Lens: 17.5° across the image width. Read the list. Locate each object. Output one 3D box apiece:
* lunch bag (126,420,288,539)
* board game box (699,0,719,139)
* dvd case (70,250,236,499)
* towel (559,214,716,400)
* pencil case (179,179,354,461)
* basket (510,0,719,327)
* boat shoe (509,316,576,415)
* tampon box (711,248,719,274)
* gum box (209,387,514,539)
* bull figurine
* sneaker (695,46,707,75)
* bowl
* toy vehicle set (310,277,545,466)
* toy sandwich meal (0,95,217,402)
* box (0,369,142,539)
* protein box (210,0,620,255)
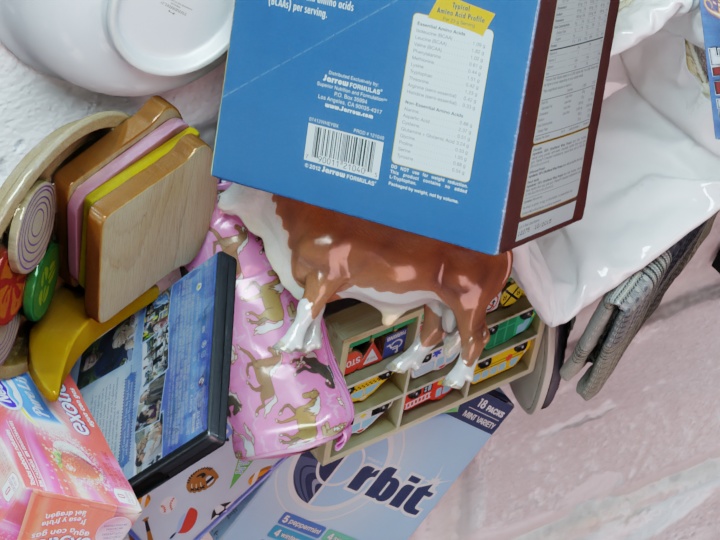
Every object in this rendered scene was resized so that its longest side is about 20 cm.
[{"bbox_3d":[-0.117,0.109,1.662,0.200,0.076,0.160,-41,138,-1],"label":"lunch bag"},{"bbox_3d":[0.276,-0.182,1.554,0.200,0.034,0.136,-38,123,-56],"label":"board game box"},{"bbox_3d":[-0.150,0.090,1.521,0.018,0.143,0.200,27,136,-32],"label":"dvd case"},{"bbox_3d":[0.220,-0.009,1.733,0.193,0.034,0.200,-53,169,-21],"label":"towel"},{"bbox_3d":[-0.065,0.028,1.555,0.083,0.086,0.201,-15,90,-39],"label":"pencil case"},{"bbox_3d":[0.143,-0.112,1.598,0.200,0.161,0.199,-34,135,-5],"label":"basket"},{"bbox_3d":[0.152,0.023,1.772,0.062,0.073,0.201,-13,127,-23],"label":"boat shoe"},{"bbox_3d":[0.404,-0.047,1.845,0.149,0.126,0.201,6,120,-36],"label":"tampon box"},{"bbox_3d":[-0.003,0.143,1.783,0.170,0.045,0.200,27,107,-43],"label":"gum box"},{"bbox_3d":[0.000,0.000,1.502,0.199,0.065,0.122,13,90,-9],"label":"bull figurine"},{"bbox_3d":[0.259,-0.199,1.662,0.078,0.085,0.200,-32,136,-8],"label":"sneaker"},{"bbox_3d":[-0.125,-0.181,1.420,0.200,0.090,0.202,-18,132,-21],"label":"bowl"},{"bbox_3d":[0.053,0.055,1.684,0.199,0.027,0.125,-22,140,-30],"label":"toy vehicle set"},{"bbox_3d":[-0.168,-0.010,1.454,0.205,0.070,0.206,-52,159,-29],"label":"toy sandwich meal"},{"bbox_3d":[-0.235,0.118,1.497,0.094,0.200,0.103,17,117,-41],"label":"box"},{"bbox_3d":[0.037,-0.139,1.399,0.135,0.198,0.201,-21,123,-61],"label":"protein box"}]
